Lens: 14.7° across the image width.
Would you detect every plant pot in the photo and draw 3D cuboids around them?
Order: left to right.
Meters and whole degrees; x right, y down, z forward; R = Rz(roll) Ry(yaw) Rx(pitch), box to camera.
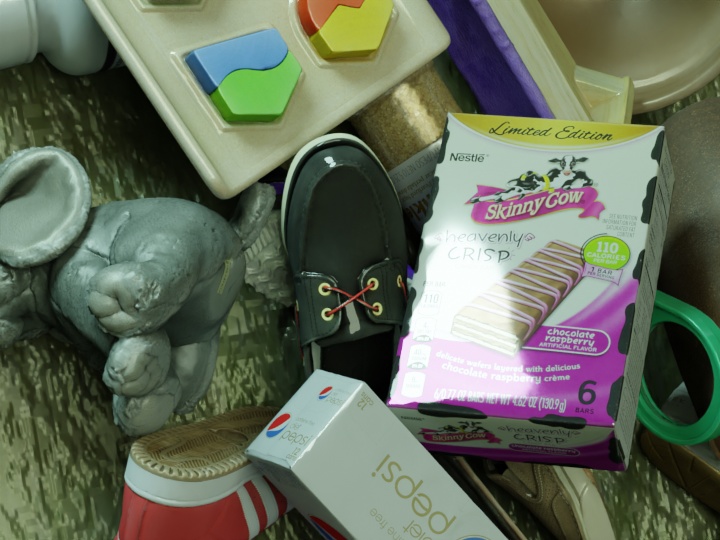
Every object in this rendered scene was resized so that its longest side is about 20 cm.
[{"bbox_3d":[0.159,-0.208,1.778,0.200,0.201,0.093,35,29,-10],"label":"plant pot"},{"bbox_3d":[0.256,-0.008,1.746,0.186,0.188,0.201,-10,49,-21],"label":"plant pot"}]

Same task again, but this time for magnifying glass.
[{"bbox_3d":[0.157,0.021,1.676,0.022,0.080,0.200,-14,56,-43],"label":"magnifying glass"}]

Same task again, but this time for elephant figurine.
[{"bbox_3d":[-0.178,0.001,1.614,0.155,0.199,0.143,-25,130,-56],"label":"elephant figurine"}]

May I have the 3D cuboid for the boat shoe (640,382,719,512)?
[{"bbox_3d":[0.274,0.141,1.784,0.200,0.071,0.069,39,68,-8],"label":"boat shoe"}]

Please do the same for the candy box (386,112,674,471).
[{"bbox_3d":[0.101,0.010,1.626,0.135,0.061,0.201,4,60,15],"label":"candy box"}]

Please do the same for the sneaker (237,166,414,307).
[{"bbox_3d":[0.000,0.000,1.712,0.069,0.100,0.200,-40,123,17],"label":"sneaker"}]

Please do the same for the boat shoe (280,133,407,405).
[{"bbox_3d":[-0.003,0.017,1.623,0.073,0.063,0.203,-9,121,-8],"label":"boat shoe"}]

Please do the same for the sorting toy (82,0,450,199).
[{"bbox_3d":[-0.059,-0.165,1.615,0.200,0.036,0.186,-36,93,-30],"label":"sorting toy"}]

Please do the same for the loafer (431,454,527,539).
[{"bbox_3d":[0.081,0.181,1.699,0.200,0.063,0.072,48,38,-4],"label":"loafer"}]

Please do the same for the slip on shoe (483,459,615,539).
[{"bbox_3d":[0.104,0.113,1.708,0.060,0.076,0.201,-22,120,1],"label":"slip on shoe"}]

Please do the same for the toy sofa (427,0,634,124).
[{"bbox_3d":[0.081,-0.153,1.721,0.097,0.083,0.201,-25,112,19],"label":"toy sofa"}]

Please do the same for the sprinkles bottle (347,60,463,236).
[{"bbox_3d":[0.067,-0.035,1.746,0.068,0.068,0.201,-33,91,-23],"label":"sprinkles bottle"}]

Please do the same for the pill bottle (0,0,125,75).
[{"bbox_3d":[-0.141,-0.180,1.676,0.199,0.111,0.112,-15,85,-22],"label":"pill bottle"}]

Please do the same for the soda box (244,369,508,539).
[{"bbox_3d":[0.029,0.150,1.605,0.068,0.064,0.200,-48,114,-15],"label":"soda box"}]

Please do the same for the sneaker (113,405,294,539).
[{"bbox_3d":[-0.078,0.148,1.647,0.199,0.071,0.113,-6,117,-53],"label":"sneaker"}]
